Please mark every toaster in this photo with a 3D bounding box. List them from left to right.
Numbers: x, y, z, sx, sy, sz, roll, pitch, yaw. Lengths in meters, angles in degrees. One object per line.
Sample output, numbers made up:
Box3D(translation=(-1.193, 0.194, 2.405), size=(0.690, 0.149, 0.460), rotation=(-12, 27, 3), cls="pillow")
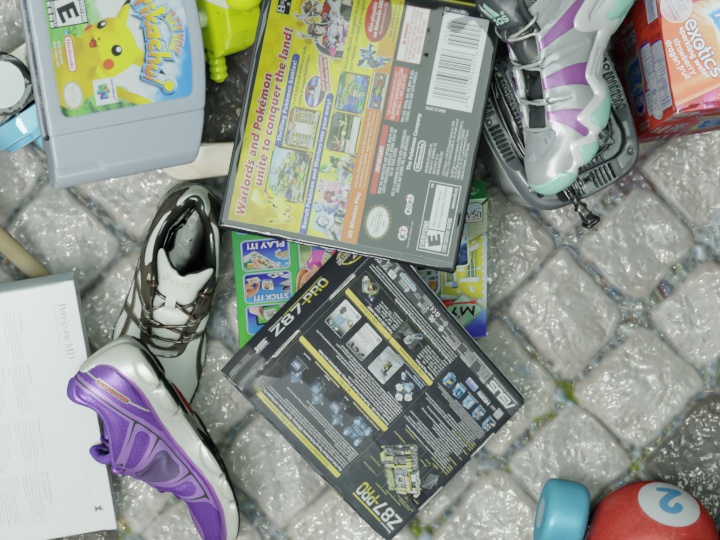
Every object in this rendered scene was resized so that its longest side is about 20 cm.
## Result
Box3D(translation=(0.142, -0.126, 1.643), size=(0.113, 0.129, 0.201), rotation=(-26, 92, -4), cls="toaster")

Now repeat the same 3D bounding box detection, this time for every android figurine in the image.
Box3D(translation=(-0.130, -0.247, 1.623), size=(0.041, 0.182, 0.201), rotation=(-20, 120, -30), cls="android figurine")

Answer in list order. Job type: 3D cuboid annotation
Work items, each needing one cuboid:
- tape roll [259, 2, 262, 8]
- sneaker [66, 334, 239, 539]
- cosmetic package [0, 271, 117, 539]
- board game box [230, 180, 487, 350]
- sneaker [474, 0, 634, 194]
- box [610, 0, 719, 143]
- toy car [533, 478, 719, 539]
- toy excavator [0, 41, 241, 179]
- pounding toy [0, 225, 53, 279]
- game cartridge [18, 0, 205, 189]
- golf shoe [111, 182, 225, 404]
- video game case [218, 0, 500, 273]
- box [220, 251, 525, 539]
Box3D(translation=(-0.030, -0.293, 1.677), size=(0.201, 0.071, 0.204), rotation=(0, 87, -4), cls="tape roll")
Box3D(translation=(-0.159, 0.138, 1.609), size=(0.083, 0.081, 0.200), rotation=(-31, 118, 0), cls="sneaker")
Box3D(translation=(-0.277, 0.112, 1.621), size=(0.150, 0.052, 0.201), rotation=(-9, 100, -3), cls="cosmetic package")
Box3D(translation=(0.000, 0.000, 1.641), size=(0.199, 0.029, 0.135), rotation=(-5, 125, -4), cls="board game box")
Box3D(translation=(0.117, -0.166, 1.520), size=(0.139, 0.078, 0.201), rotation=(19, 78, -29), cls="sneaker")
Box3D(translation=(0.261, -0.163, 1.622), size=(0.095, 0.200, 0.100), rotation=(-9, 87, -3), cls="box")
Box3D(translation=(0.229, 0.251, 1.591), size=(0.183, 0.200, 0.178), rotation=(11, 85, -3), cls="toy car")
Box3D(translation=(-0.187, -0.121, 1.654), size=(0.194, 0.100, 0.200), rotation=(-34, 103, -6), cls="toy excavator")
Box3D(translation=(-0.341, -0.072, 1.598), size=(0.141, 0.184, 0.201), rotation=(-12, 87, 7), cls="pounding toy")
Box3D(translation=(-0.185, -0.171, 1.581), size=(0.133, 0.040, 0.201), rotation=(-14, 103, -23), cls="game cartridge")
Box3D(translation=(-0.152, 0.028, 1.635), size=(0.077, 0.094, 0.201), rotation=(9, 87, -4), cls="golf shoe")
Box3D(translation=(0.001, -0.113, 1.559), size=(0.180, 0.026, 0.201), rotation=(11, 86, 4), cls="video game case")
Box3D(translation=(0.013, 0.090, 1.620), size=(0.161, 0.049, 0.200), rotation=(-47, 121, -7), cls="box")
